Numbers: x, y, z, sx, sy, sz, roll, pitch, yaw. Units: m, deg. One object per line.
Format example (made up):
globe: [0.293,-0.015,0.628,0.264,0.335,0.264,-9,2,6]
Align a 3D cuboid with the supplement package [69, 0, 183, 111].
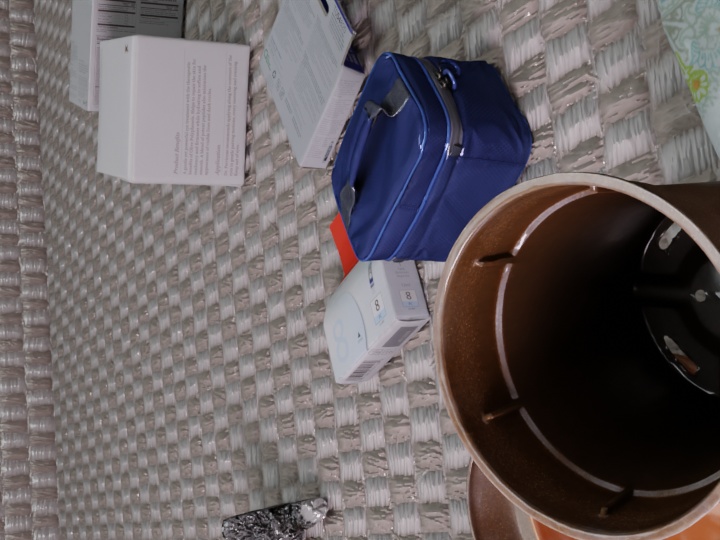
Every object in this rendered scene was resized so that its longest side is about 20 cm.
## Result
supplement package: [-0.383,-0.364,1.988,0.152,0.150,0.201,-151,63,-61]

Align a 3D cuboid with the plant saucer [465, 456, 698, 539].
plant saucer: [0.171,0.181,0.933,0.200,0.037,0.202,1,92,40]

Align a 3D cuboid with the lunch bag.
lunch bag: [0.054,-0.104,1.118,0.136,0.132,0.200,66,146,39]

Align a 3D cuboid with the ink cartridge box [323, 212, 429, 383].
ink cartridge box: [0.000,0.000,1.326,0.160,0.047,0.201,-51,48,53]

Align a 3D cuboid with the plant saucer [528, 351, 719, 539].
plant saucer: [0.207,0.156,0.858,0.200,0.032,0.202,2,93,41]

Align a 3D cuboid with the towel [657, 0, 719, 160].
towel: [0.269,-0.156,0.773,0.171,0.048,0.201,-51,46,51]

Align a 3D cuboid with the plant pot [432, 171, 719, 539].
plant pot: [0.180,0.031,0.716,0.200,0.198,0.201,12,108,40]

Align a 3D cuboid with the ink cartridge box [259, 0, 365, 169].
ink cartridge box: [-0.052,-0.258,1.436,0.200,0.040,0.200,-64,36,42]

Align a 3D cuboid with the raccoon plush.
raccoon plush: [-0.103,0.360,1.505,0.200,0.096,0.135,-29,72,61]

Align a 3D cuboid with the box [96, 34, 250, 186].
box: [-0.270,-0.226,1.735,0.200,0.170,0.200,17,105,63]
